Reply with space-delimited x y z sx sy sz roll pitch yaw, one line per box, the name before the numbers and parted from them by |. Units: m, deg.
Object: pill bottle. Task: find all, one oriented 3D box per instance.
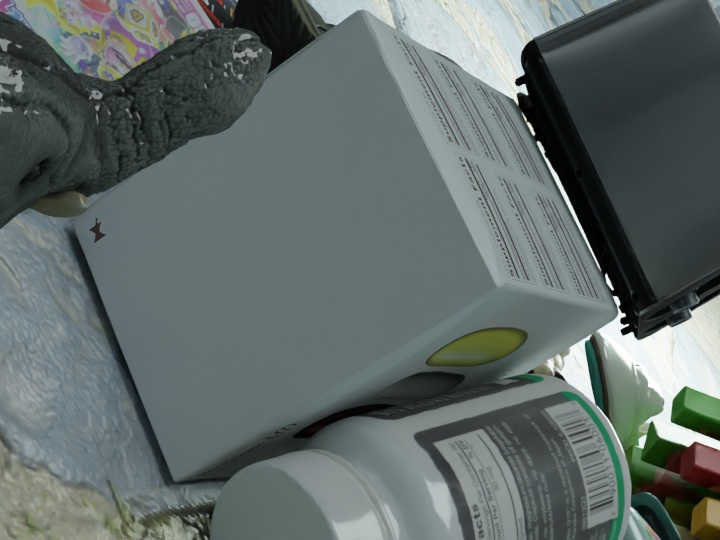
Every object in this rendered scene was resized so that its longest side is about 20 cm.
pill bottle | 0.032 0.120 0.636 0.198 0.113 0.114 -8 65 -44

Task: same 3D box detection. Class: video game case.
video game case | -0.153 -0.132 0.702 0.144 0.018 0.200 56 34 -7

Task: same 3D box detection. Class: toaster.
toaster | 0.177 -0.069 0.808 0.181 0.117 0.202 39 27 -76

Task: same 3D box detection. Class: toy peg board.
toy peg board | 0.249 0.204 0.997 0.096 0.201 0.201 19 52 -4

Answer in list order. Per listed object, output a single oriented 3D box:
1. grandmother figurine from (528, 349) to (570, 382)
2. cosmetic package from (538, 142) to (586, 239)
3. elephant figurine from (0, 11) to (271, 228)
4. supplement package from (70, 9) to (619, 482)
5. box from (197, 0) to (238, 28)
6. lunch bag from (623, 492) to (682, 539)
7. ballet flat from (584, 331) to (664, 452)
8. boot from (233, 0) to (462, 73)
grandmother figurine | 0.162 0.119 1.104 0.201 0.060 0.123 -98 177 -53
cosmetic package | 0.106 -0.032 0.931 0.108 0.089 0.200 67 20 4
elephant figurine | -0.148 -0.035 0.377 0.142 0.199 0.156 51 21 -18
supplement package | 0.000 0.000 0.687 0.199 0.190 0.149 11 50 -63
box | -0.123 -0.210 0.906 0.158 0.049 0.201 45 24 -33
lunch bag | 0.180 0.241 0.875 0.172 0.121 0.200 61 9 17
ballet flat | 0.225 0.126 1.105 0.070 0.068 0.202 -93 173 -53
boot | 0.016 -0.104 0.888 0.199 0.072 0.184 24 42 -49
